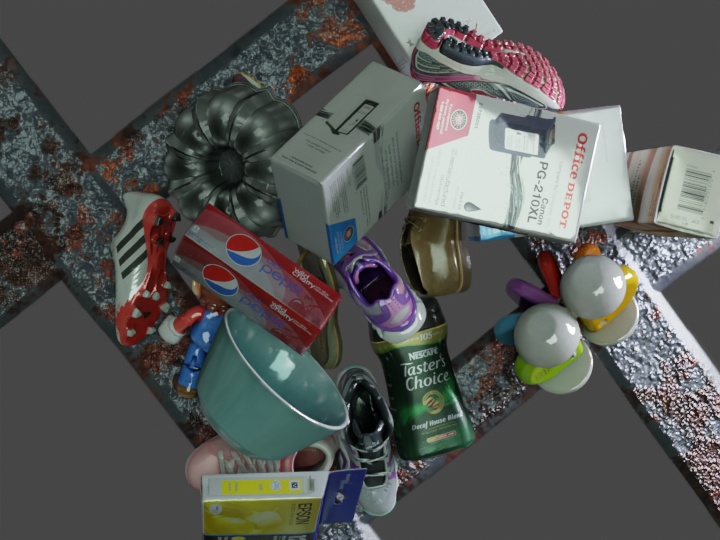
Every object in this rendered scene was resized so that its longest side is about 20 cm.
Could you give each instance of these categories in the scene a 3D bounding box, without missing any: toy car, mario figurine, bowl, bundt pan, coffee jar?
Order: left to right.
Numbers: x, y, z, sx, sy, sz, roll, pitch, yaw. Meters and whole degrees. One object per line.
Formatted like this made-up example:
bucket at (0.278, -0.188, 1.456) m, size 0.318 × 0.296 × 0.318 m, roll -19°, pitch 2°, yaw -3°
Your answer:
mario figurine at (-0.179, 0.061, 1.689) m, size 0.123 × 0.106 × 0.202 m, roll 5°, pitch 105°, yaw -42°
bundt pan at (-0.159, -0.129, 1.625) m, size 0.200 × 0.076 × 0.204 m, roll 5°, pitch 103°, yaw 22°
bowl at (-0.120, 0.151, 1.597) m, size 0.201 × 0.201 × 0.105 m, roll 42°, pitch 104°, yaw -6°
coffee jar at (0.076, 0.137, 1.701) m, size 0.103 × 0.085 × 0.202 m, roll -15°, pitch 94°, yaw -6°
toy car at (0.255, 0.050, 1.696) m, size 0.200 × 0.175 × 0.150 m, roll -46°, pitch 62°, yaw -2°

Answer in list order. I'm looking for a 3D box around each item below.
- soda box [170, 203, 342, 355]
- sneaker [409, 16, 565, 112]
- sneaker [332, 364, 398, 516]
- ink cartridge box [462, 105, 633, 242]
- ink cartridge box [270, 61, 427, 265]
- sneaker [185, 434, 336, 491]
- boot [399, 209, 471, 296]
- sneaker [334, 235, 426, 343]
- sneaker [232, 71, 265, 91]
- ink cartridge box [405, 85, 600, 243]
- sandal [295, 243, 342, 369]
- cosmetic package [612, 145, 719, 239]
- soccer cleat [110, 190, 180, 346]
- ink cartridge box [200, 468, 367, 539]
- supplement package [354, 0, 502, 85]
soda box at (-0.126, 0.011, 1.590) m, size 0.199 × 0.070 × 0.064 m, roll 35°, pitch 50°, yaw -2°
sneaker at (0.156, -0.238, 1.593) m, size 0.199 × 0.081 × 0.075 m, roll 20°, pitch 131°, yaw -12°
sneaker at (0.008, 0.224, 1.669) m, size 0.077 × 0.140 × 0.202 m, roll -15°, pitch 94°, yaw -6°
ink cartridge box at (0.225, -0.122, 1.676) m, size 0.198 × 0.147 × 0.147 m, roll -8°, pitch 93°, yaw -5°
ink cartridge box at (-0.007, -0.131, 1.592) m, size 0.084 × 0.147 × 0.200 m, roll 27°, pitch 58°, yaw 27°
sneaker at (-0.125, 0.243, 1.675) m, size 0.199 × 0.105 × 0.076 m, roll -10°, pitch 97°, yaw -5°
boot at (0.085, -0.065, 1.687) m, size 0.075 × 0.073 × 0.202 m, roll -10°, pitch 87°, yaw -29°
sneaker at (0.000, 0.000, 1.648) m, size 0.080 × 0.089 × 0.200 m, roll -43°, pitch 57°, yaw -2°
sneaker at (-0.118, -0.155, 1.674) m, size 0.090 × 0.075 × 0.201 m, roll -36°, pitch 90°, yaw 4°
ink cartridge box at (0.167, -0.122, 1.553) m, size 0.198 × 0.084 × 0.146 m, roll 12°, pitch 91°, yaw -6°
sandal at (-0.064, 0.037, 1.666) m, size 0.054 × 0.080 × 0.202 m, roll -15°, pitch 114°, yaw -24°
cosmetic package at (0.389, -0.098, 1.669) m, size 0.087 × 0.200 × 0.104 m, roll 13°, pitch 90°, yaw -6°
soccer cleat at (-0.283, -0.004, 1.670) m, size 0.085 × 0.068 × 0.201 m, roll 25°, pitch 111°, yaw 33°
ink cartridge box at (-0.098, 0.300, 1.639) m, size 0.198 × 0.198 × 0.047 m, roll 1°, pitch 60°, yaw -5°
supplement package at (0.067, -0.345, 1.662) m, size 0.121 × 0.120 × 0.201 m, roll -35°, pitch 95°, yaw -3°
